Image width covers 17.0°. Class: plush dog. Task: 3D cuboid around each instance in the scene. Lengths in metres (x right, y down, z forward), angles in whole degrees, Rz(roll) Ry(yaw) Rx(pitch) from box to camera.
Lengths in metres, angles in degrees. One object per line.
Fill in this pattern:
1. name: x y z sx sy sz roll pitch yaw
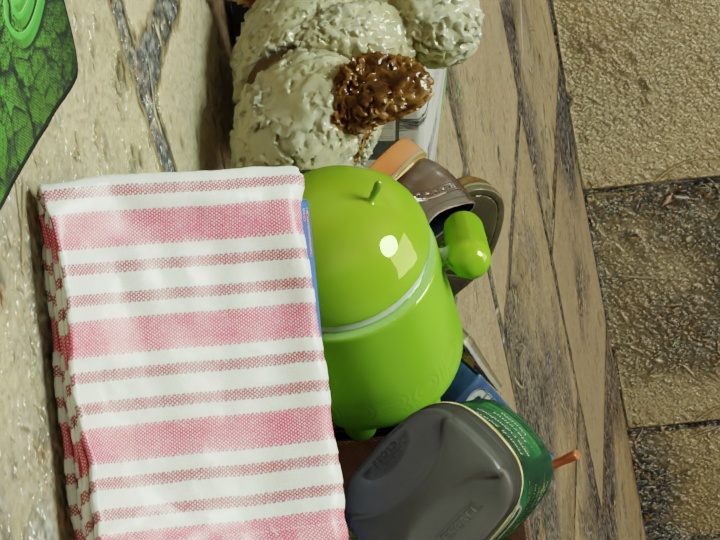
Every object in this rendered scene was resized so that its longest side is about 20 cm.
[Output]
1. plush dog: -0.032 -0.114 1.533 0.160 0.200 0.172 31 34 -21

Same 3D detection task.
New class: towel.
1. towel: -0.081 0.048 1.204 0.030 0.146 0.201 -11 -94 62

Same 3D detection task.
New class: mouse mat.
1. mouse mat: -0.175 -0.131 1.152 0.200 0.007 0.161 -77 158 -61

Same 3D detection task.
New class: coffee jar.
1. coffee jar: 0.054 0.131 1.450 0.085 0.104 0.200 44 5 9

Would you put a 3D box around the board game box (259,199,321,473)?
1. board game box: -0.054 0.060 1.307 0.134 0.045 0.201 9 75 -78

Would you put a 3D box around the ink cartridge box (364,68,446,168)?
1. ink cartridge box: 0.017 -0.155 1.759 0.200 0.084 0.146 89 9 -52

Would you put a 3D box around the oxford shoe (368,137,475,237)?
1. oxford shoe: 0.000 0.000 1.588 0.200 0.073 0.071 -50 168 -22

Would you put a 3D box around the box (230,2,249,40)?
1. box: -0.059 -0.249 1.690 0.200 0.049 0.162 -68 154 -68

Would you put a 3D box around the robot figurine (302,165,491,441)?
1. robot figurine: -0.003 0.018 1.473 0.200 0.175 0.116 70 7 -50

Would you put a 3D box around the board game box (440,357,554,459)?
1. board game box: 0.038 0.058 1.671 0.200 0.035 0.136 42 -3 39

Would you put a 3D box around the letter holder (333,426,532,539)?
1. letter holder: 0.049 0.204 1.742 0.101 0.142 0.201 -43 126 -76

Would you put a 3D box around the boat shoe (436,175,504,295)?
1. boat shoe: 0.042 -0.004 1.857 0.200 0.072 0.068 -58 -147 30

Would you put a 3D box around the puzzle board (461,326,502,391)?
1. puzzle board: 0.016 0.005 1.707 0.200 0.017 0.151 44 -4 19

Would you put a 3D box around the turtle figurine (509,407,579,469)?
1. turtle figurine: 0.062 0.099 1.833 0.161 0.200 0.065 40 66 -41

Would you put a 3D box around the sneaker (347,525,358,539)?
1. sneaker: -0.028 0.178 1.417 0.080 0.074 0.200 39 32 -39
